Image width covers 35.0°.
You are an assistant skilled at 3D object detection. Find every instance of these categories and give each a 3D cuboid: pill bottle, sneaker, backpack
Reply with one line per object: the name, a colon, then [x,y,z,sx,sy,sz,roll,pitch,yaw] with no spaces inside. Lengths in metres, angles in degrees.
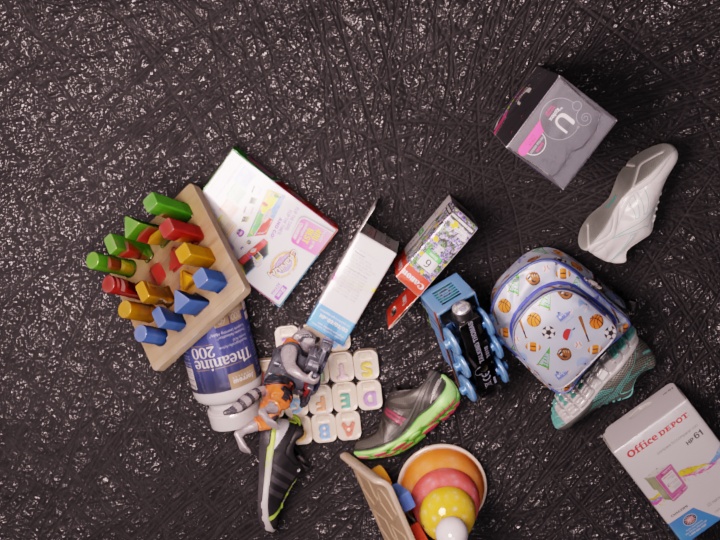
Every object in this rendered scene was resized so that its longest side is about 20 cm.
pill bottle: [-0.211,0.136,1.736,0.109,0.111,0.203,-12,103,3]
sneaker: [0.380,0.181,1.768,0.091,0.078,0.200,33,109,-22]
sneaker: [-0.120,0.324,1.796,0.082,0.072,0.203,2,109,-4]
sneaker: [0.413,-0.100,1.711,0.080,0.071,0.201,30,105,-22]
backpack: [0.286,0.070,1.707,0.190,0.154,0.200,42,103,1]
sneaker: [0.068,0.227,1.787,0.199,0.077,0.084,-39,65,15]

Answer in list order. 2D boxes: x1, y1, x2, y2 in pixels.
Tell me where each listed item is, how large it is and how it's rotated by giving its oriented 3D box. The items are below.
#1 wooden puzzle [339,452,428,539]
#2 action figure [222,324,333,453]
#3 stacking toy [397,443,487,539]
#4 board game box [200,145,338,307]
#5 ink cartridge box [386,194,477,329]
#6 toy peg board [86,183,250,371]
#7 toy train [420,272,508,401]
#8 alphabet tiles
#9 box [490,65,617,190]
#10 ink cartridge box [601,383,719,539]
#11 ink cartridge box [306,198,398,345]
wooden puzzle: [0.054,0.375,1.762,0.046,0.185,0.202,-31,103,-14]
action figure: [-0.111,0.154,1.682,0.104,0.194,0.201,28,141,2]
stacking toy: [0.130,0.365,1.743,0.144,0.200,0.148,0,103,0]
board game box: [-0.156,-0.066,1.725,0.199,0.040,0.154,38,101,-8]
ink cartridge box: [0.089,-0.014,1.701,0.050,0.109,0.200,39,100,-9]
toy peg board: [-0.291,0.004,1.645,0.200,0.097,0.200,-41,62,21]
toy train: [0.158,0.105,1.705,0.086,0.114,0.201,-29,132,-7]
alphabet tiles: [-0.066,0.178,1.796,0.197,0.015,0.198,-6,103,1]
box: [0.267,-0.205,1.610,0.106,0.200,0.123,35,101,-8]
ink cartridge box: [0.497,0.301,1.788,0.144,0.085,0.201,-38,99,8]
ink cartridge box: [0.000,0.000,1.699,0.067,0.115,0.201,29,101,-2]
